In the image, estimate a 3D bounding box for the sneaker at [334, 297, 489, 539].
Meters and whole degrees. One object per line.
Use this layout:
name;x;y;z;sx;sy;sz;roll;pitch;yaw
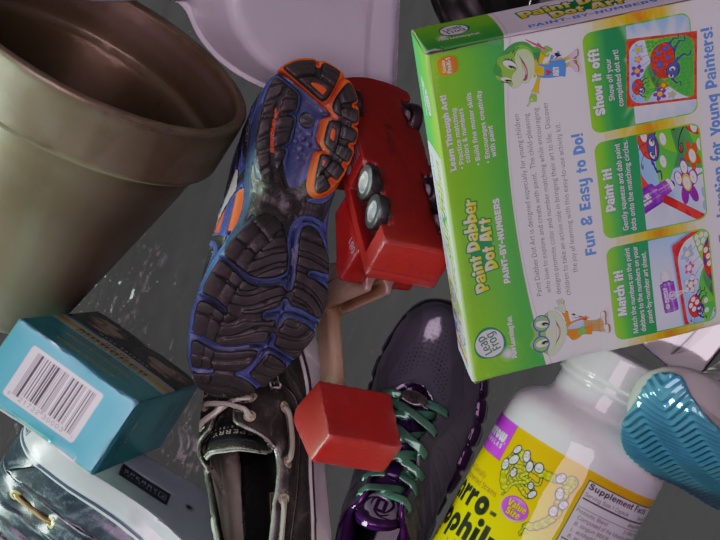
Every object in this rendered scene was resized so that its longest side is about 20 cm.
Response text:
sneaker;0.029;0.116;1.372;0.074;0.088;0.201;14;92;5

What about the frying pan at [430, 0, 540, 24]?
frying pan;0.072;-0.219;1.352;0.031;0.115;0.191;-10;108;-30

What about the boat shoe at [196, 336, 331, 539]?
boat shoe;-0.060;0.097;1.369;0.070;0.064;0.201;-19;70;29

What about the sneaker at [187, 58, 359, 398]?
sneaker;-0.052;-0.022;1.349;0.075;0.078;0.201;20;87;-13

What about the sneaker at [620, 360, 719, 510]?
sneaker;0.206;0.083;1.312;0.076;0.200;0.081;6;74;31

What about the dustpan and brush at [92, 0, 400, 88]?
dustpan and brush;-0.075;-0.168;1.371;0.199;0.057;0.140;-5;102;-31

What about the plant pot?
plant pot;-0.191;-0.064;1.353;0.199;0.200;0.174;32;109;4

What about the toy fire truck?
toy fire truck;0.000;0.000;1.355;0.049;0.201;0.141;11;131;-24

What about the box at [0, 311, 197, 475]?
box;-0.152;0.067;1.332;0.082;0.200;0.049;35;93;4

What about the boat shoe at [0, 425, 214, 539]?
boat shoe;-0.136;0.169;1.406;0.200;0.071;0.091;38;117;-5

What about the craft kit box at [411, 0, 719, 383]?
craft kit box;0.138;-0.053;1.264;0.196;0.049;0.201;-13;117;-7

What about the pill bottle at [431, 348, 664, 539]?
pill bottle;0.110;0.139;1.357;0.104;0.104;0.201;28;93;4

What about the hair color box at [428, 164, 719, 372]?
hair color box;0.151;-0.038;1.371;0.200;0.065;0.109;40;94;5
